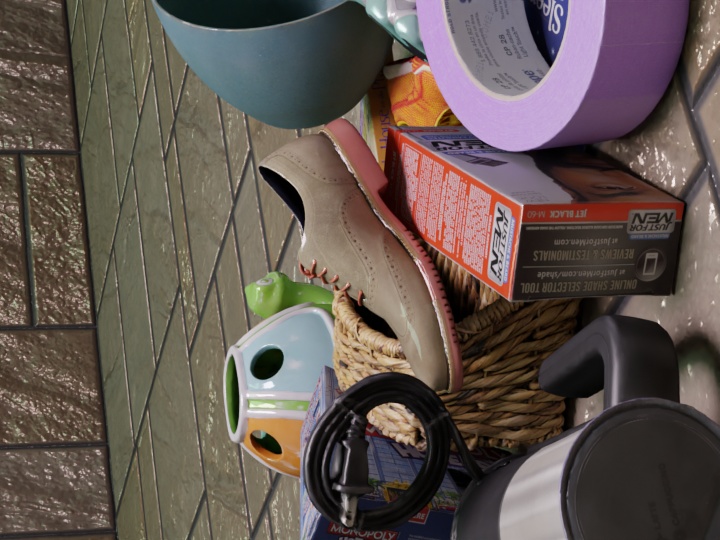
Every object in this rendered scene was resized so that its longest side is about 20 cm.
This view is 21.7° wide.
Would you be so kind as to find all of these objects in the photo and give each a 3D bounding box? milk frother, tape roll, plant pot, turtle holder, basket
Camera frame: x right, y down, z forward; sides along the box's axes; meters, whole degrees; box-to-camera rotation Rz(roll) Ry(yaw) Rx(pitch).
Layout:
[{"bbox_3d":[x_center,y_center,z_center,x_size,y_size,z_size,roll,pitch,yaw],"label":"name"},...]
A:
[{"bbox_3d":[0.089,0.125,1.070,0.188,0.200,0.181,135,123,-68],"label":"milk frother"},{"bbox_3d":[0.113,-0.175,1.149,0.200,0.066,0.201,20,113,56],"label":"tape roll"},{"bbox_3d":[-0.054,-0.192,1.474,0.200,0.200,0.135,-110,5,-50],"label":"plant pot"},{"bbox_3d":[-0.042,0.080,1.531,0.141,0.131,0.186,136,132,-71],"label":"turtle holder"},{"bbox_3d":[0.056,0.017,1.303,0.200,0.142,0.149,-123,35,-61],"label":"basket"}]

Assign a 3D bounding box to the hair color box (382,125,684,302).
[{"bbox_3d":[0.101,-0.040,1.168,0.200,0.111,0.064,-140,52,-61],"label":"hair color box"}]

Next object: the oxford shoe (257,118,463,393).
[{"bbox_3d":[0.000,0.000,1.192,0.200,0.075,0.070,61,163,24],"label":"oxford shoe"}]

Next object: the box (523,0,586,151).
[{"bbox_3d":[0.131,-0.183,1.239,0.121,0.032,0.200,-120,32,-59],"label":"box"}]

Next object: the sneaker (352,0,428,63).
[{"bbox_3d":[0.048,-0.231,1.307,0.200,0.078,0.140,39,94,25],"label":"sneaker"}]

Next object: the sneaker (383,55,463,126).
[{"bbox_3d":[0.070,-0.134,1.416,0.200,0.073,0.077,-174,68,-81],"label":"sneaker"}]

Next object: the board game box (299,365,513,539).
[{"bbox_3d":[0.036,0.143,1.292,0.200,0.200,0.062,-122,48,-61],"label":"board game box"}]

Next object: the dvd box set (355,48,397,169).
[{"bbox_3d":[0.022,-0.087,1.571,0.146,0.029,0.200,90,173,-65],"label":"dvd box set"}]
